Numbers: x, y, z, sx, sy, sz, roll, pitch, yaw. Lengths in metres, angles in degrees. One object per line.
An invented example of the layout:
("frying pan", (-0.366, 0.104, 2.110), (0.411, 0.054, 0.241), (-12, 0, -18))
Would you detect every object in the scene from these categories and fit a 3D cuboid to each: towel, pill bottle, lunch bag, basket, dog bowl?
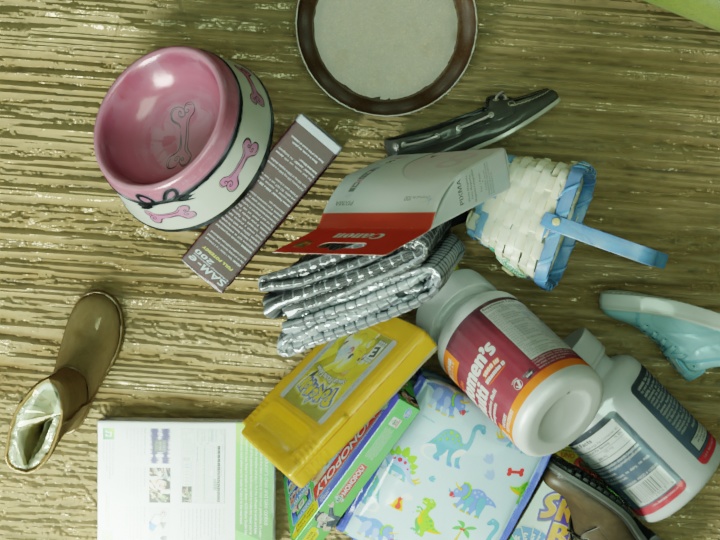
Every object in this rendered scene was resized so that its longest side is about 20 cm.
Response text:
("towel", (0.000, 0.000, 1.461), (0.199, 0.166, 0.086), (-21, 100, 16))
("pill bottle", (0.281, 0.162, 1.512), (0.120, 0.120, 0.200), (-44, 92, 2))
("pill bottle", (0.148, 0.090, 1.442), (0.110, 0.110, 0.200), (-46, 50, 2))
("lunch bag", (0.089, 0.227, 1.509), (0.170, 0.127, 0.201), (26, 92, -2))
("basket", (0.224, -0.043, 1.479), (0.199, 0.176, 0.140), (17, 92, 18))
("dog bowl", (-0.193, -0.146, 1.466), (0.199, 0.074, 0.201), (-10, 66, 24))

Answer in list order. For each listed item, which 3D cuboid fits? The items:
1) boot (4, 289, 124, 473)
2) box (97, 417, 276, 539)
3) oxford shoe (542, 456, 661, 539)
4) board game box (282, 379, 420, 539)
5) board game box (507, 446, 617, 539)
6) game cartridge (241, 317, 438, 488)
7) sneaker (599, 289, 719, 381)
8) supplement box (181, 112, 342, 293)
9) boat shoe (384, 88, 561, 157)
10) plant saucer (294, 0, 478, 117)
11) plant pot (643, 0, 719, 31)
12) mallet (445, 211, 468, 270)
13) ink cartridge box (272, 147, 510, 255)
("boot", (-0.305, 0.112, 1.464), (0.066, 0.200, 0.176), (15, 93, -1))
("box", (-0.192, 0.236, 1.555), (0.199, 0.036, 0.145), (1, 93, 1))
("oxford shoe", (0.254, 0.278, 1.506), (0.084, 0.073, 0.200), (-45, 112, -2))
("board game box", (-0.013, 0.185, 1.481), (0.029, 0.135, 0.200), (30, 106, -18))
("board game box", (0.218, 0.300, 1.566), (0.095, 0.030, 0.200), (30, 90, -2))
("game cartridge", (-0.029, 0.123, 1.464), (0.200, 0.176, 0.032), (-44, 112, -10))
("sneaker", (0.352, 0.077, 1.531), (0.199, 0.074, 0.082), (16, 90, 0))
("supplement box", (-0.104, -0.072, 1.503), (0.061, 0.109, 0.200), (39, 91, -3))
("boat shoe", (0.119, -0.159, 1.522), (0.200, 0.067, 0.057), (-27, 97, 4))
("plant saucer", (0.028, -0.268, 1.532), (0.199, 0.034, 0.201), (0, 92, 0))
("plant pot", (0.350, -0.345, 1.466), (0.184, 0.200, 0.201), (26, 92, -13))
("mallet", (0.095, 0.012, 1.547), (0.066, 0.041, 0.201), (-8, 97, 1))
("ink cartridge box", (0.029, -0.070, 1.396), (0.200, 0.162, 0.057), (-23, 107, -43))
